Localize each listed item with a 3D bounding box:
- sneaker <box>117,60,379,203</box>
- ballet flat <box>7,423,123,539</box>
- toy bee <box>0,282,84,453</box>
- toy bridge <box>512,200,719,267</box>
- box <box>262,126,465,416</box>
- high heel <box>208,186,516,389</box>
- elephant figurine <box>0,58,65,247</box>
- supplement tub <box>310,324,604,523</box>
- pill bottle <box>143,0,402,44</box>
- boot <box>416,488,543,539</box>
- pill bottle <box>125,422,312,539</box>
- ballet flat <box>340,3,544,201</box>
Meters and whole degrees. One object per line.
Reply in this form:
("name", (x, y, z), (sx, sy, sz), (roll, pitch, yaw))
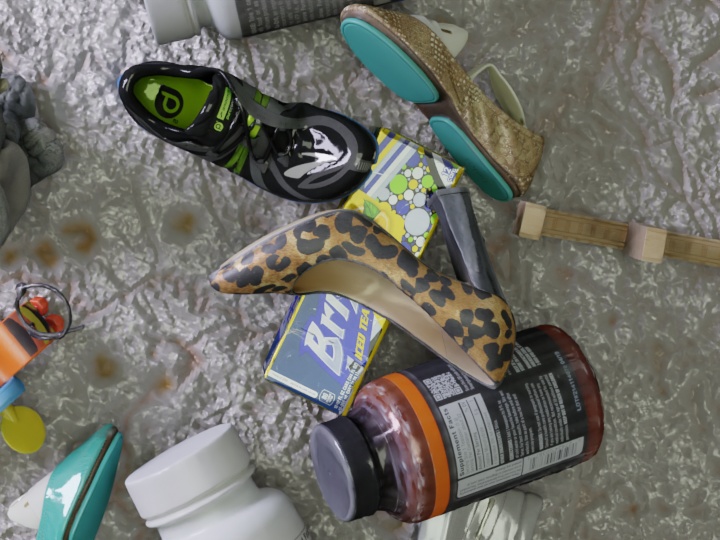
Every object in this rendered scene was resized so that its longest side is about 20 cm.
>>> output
("sneaker", (-0.084, -0.099, 1.424), (0.198, 0.083, 0.071), (20, 93, 10))
("ballet flat", (-0.229, 0.203, 1.464), (0.070, 0.067, 0.202), (14, 91, 9))
("toy bee", (-0.256, 0.068, 1.444), (0.198, 0.109, 0.132), (-15, 104, 22))
("toy bridge", (0.209, -0.021, 1.476), (0.198, 0.067, 0.028), (10, 93, -6))
("box", (0.000, 0.000, 1.465), (0.070, 0.064, 0.201), (25, 91, -5))
("high heel", (0.005, 0.030, 1.383), (0.198, 0.071, 0.144), (-14, 74, -10))
("elephant figurine", (-0.281, -0.081, 1.370), (0.140, 0.200, 0.156), (-23, 95, -2))
("supplement tub", (0.066, 0.114, 1.432), (0.198, 0.107, 0.108), (-17, 95, -21))
("pill bottle", (-0.059, -0.227, 1.420), (0.198, 0.114, 0.115), (-13, 95, -3))
("boot", (0.077, 0.251, 1.482), (0.095, 0.074, 0.202), (13, 92, 2))
("pill bottle", (-0.085, 0.219, 1.449), (0.114, 0.114, 0.201), (-27, 95, -2))
("ballet flat", (0.063, -0.135, 1.446), (0.200, 0.070, 0.065), (47, 70, -30))
